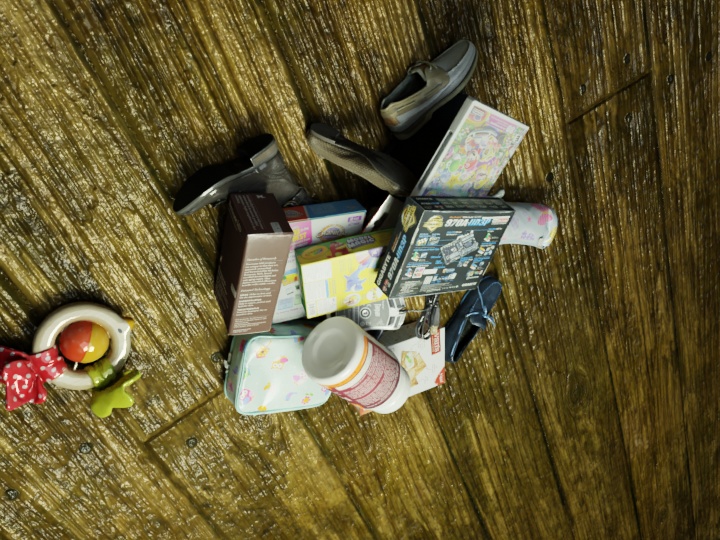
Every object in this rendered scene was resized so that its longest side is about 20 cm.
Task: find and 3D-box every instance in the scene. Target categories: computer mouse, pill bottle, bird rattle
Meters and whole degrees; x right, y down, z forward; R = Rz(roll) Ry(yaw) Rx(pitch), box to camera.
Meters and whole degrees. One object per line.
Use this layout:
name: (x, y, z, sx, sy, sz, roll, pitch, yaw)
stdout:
computer mouse: (0.040, 0.066, 1.035, 0.200, 0.044, 0.110, 1, 101, -5)
pill bottle: (0.000, 0.168, 1.008, 0.114, 0.114, 0.200, -50, 137, -3)
bird rattle: (-0.417, 0.123, 0.867, 0.200, 0.113, 0.163, 19, 88, -21)

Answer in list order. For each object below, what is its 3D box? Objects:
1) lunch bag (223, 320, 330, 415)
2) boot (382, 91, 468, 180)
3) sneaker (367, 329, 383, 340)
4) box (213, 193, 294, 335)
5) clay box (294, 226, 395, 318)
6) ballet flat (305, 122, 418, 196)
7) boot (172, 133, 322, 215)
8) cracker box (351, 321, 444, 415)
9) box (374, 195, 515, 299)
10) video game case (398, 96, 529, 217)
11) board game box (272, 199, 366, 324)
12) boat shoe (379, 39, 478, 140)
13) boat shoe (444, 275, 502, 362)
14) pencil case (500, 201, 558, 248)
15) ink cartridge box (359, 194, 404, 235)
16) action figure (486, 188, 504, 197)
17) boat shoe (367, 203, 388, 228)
lunch bag: (-0.137, 0.168, 1.029, 0.200, 0.077, 0.161, 4, 109, -35)
boot: (0.150, -0.213, 0.985, 0.200, 0.168, 0.076, -41, 126, -9)
sneaker: (0.058, 0.049, 1.102, 0.087, 0.074, 0.200, 3, 107, -36)
box: (-0.164, -0.007, 0.893, 0.075, 0.100, 0.200, -3, 132, -29)
clay box: (0.000, 0.000, 0.960, 0.200, 0.048, 0.115, -14, 132, -14)
ballet flat: (0.001, -0.167, 0.938, 0.200, 0.067, 0.046, 29, 126, 4)
boot: (-0.164, -0.096, 0.919, 0.200, 0.069, 0.174, -33, 131, -6)
cracker box: (0.071, 0.186, 1.173, 0.200, 0.058, 0.134, -16, 117, -24)
box: (0.133, -0.037, 0.933, 0.200, 0.046, 0.159, -5, 128, -36)
video game case: (0.157, -0.149, 0.899, 0.143, 0.018, 0.200, 8, 121, -43)
board game box: (-0.078, -0.014, 0.982, 0.153, 0.040, 0.200, -11, 130, -29)
boat shoe: (0.114, -0.311, 0.982, 0.200, 0.075, 0.068, -50, 131, -2)
boat shoe: (0.236, 0.108, 1.228, 0.084, 0.069, 0.200, 29, 94, -35)
pencil case: (0.292, -0.089, 1.170, 0.200, 0.083, 0.091, 0, 88, -29)
ink cartridge box: (0.091, -0.062, 1.010, 0.200, 0.050, 0.109, 22, 118, -31)
action figure: (0.172, -0.130, 1.028, 0.200, 0.118, 0.055, -14, 136, -46)
boat shoe: (0.107, -0.104, 1.072, 0.200, 0.072, 0.068, 6, 73, -18)
